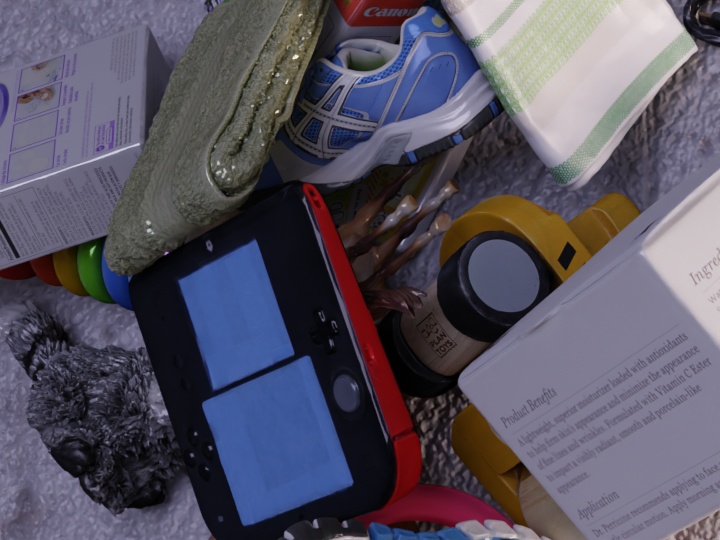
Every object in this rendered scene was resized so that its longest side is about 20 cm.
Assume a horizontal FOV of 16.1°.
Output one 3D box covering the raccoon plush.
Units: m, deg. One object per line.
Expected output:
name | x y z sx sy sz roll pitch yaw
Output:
raccoon plush | -0.140 0.050 1.550 0.134 0.097 0.200 -41 63 7

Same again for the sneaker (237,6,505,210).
sneaker | -0.009 -0.092 1.487 0.200 0.076 0.077 -22 103 32

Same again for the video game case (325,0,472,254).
video game case | 0.000 -0.129 1.584 0.182 0.023 0.200 24 85 28

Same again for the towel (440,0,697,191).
towel | 0.107 -0.164 1.430 0.031 0.200 0.149 -10 31 45

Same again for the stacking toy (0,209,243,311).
stacking toy | -0.158 -0.013 1.589 0.200 0.085 0.085 9 79 29

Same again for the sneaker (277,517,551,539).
sneaker | 0.035 0.185 1.367 0.075 0.200 0.087 -107 33 -48

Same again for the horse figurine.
horse figurine | 0.000 0.000 1.443 0.050 0.200 0.133 43 106 -8

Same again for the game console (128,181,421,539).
game console | -0.052 0.059 1.399 0.200 0.031 0.177 -25 86 53

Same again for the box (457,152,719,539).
box | 0.188 0.020 1.272 0.200 0.199 0.131 -40 89 -32

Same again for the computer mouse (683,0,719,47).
computer mouse | 0.276 -0.126 1.461 0.200 0.034 0.059 25 102 32

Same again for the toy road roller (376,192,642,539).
toy road roller | 0.120 0.046 1.422 0.146 0.123 0.200 -35 85 -32

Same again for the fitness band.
fitness band | 0.055 0.210 1.410 0.200 0.037 0.144 43 77 5

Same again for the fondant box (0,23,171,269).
fondant box | -0.215 -0.067 1.588 0.200 0.058 0.144 -17 34 9

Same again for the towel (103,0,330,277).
towel | -0.080 -0.096 1.455 0.148 0.036 0.200 -31 32 50

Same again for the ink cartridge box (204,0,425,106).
ink cartridge box | -0.015 -0.182 1.507 0.200 0.050 0.109 -52 55 43

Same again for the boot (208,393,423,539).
boot | 0.015 0.147 1.471 0.155 0.074 0.200 39 102 27
